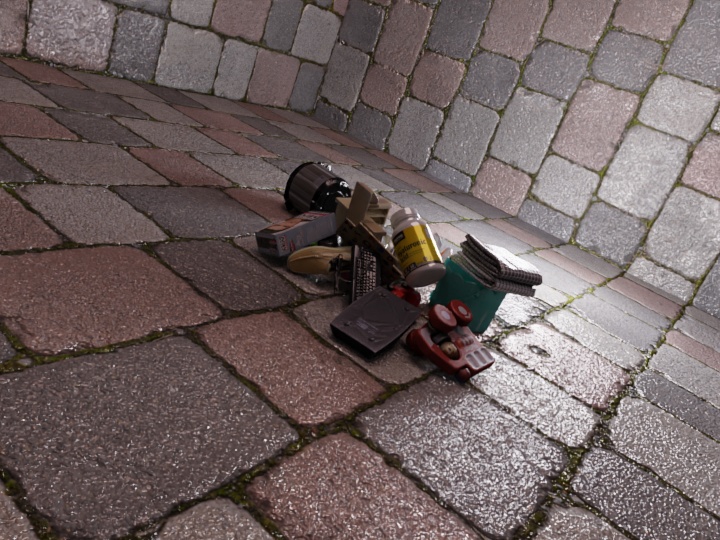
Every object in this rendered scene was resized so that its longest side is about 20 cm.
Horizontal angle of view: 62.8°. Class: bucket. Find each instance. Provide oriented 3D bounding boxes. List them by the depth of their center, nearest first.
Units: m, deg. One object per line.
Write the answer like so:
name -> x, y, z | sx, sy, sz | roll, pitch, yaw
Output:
bucket -> 0.294, 0.065, 1.620 | 0.206, 0.136, 0.207 | 20, 19, -7

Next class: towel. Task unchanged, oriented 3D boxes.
towel -> 0.365, -0.015, 1.574 | 0.165, 0.086, 0.200 | 9, 24, -33

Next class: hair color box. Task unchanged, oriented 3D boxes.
hair color box -> -0.168, -0.102, 1.558 | 0.199, 0.061, 0.099 | -26, 25, -38

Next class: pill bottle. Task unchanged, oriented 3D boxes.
pill bottle -> 0.146, -0.064, 1.583 | 0.111, 0.111, 0.201 | 4, 57, -39

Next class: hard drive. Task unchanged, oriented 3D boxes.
hard drive -> 0.035, 0.115, 1.303 | 0.134, 0.043, 0.200 | 30, 38, 22

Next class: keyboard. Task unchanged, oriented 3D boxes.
keyboard -> -0.011, 0.028, 1.403 | 0.126, 0.021, 0.201 | 11, 60, -17

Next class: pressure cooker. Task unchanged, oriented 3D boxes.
pressure cooker -> -0.148, -0.263, 1.953 | 0.200, 0.180, 0.175 | 36, 27, 33

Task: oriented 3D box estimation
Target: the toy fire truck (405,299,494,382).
toy fire truck -> 0.209, 0.169, 1.331 | 0.199, 0.112, 0.168 | -9, 54, -53

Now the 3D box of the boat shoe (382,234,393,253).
boat shoe -> 0.048, -0.039, 1.669 | 0.064, 0.075, 0.202 | 26, 45, 2

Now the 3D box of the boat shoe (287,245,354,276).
boat shoe -> -0.087, -0.019, 1.482 | 0.198, 0.072, 0.076 | -8, 36, 0

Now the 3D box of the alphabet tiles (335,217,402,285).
alphabet tiles -> 0.020, -0.046, 1.508 | 0.200, 0.166, 0.006 | 45, 65, 0

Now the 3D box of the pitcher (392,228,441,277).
pitcher -> 0.145, -0.039, 1.753 | 0.122, 0.171, 0.200 | 58, 26, -8

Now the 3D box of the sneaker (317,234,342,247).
sneaker -> -0.091, -0.060, 1.639 | 0.071, 0.084, 0.200 | 5, 17, 4

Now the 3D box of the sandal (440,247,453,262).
sandal -> 0.245, -0.010, 1.758 | 0.059, 0.079, 0.207 | 37, -15, -1

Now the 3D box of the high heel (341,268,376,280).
high heel -> 0.000, 0.000, 1.545 | 0.067, 0.097, 0.200 | 15, 21, -16

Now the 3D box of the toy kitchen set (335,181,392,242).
toy kitchen set -> 0.050, -0.158, 1.623 | 0.179, 0.164, 0.200 | -4, 35, -35

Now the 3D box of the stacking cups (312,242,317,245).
stacking cups -> -0.169, -0.100, 1.681 | 0.060, 0.061, 0.199 | 34, 23, 32

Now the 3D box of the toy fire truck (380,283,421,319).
toy fire truck -> 0.106, 0.091, 1.489 | 0.141, 0.049, 0.199 | 36, 23, 34
